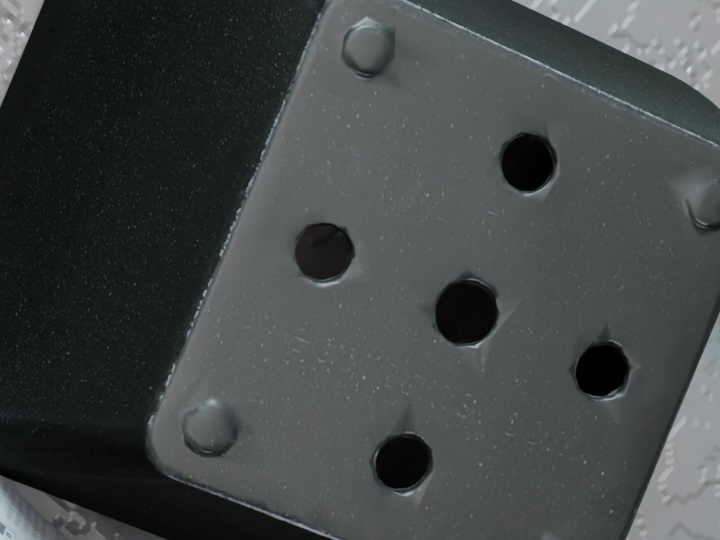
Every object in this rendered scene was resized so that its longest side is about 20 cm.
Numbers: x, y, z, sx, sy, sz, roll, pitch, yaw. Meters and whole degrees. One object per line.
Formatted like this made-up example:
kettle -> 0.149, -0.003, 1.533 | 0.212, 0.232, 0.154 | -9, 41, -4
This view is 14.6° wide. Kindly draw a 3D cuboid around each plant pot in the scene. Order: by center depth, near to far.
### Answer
plant pot -> 0.000, 0.000, 0.800 | 0.200, 0.177, 0.200 | 23, 89, -18

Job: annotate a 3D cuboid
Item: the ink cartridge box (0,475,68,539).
ink cartridge box -> -0.128, 0.167, 0.809 | 0.200, 0.041, 0.200 | -40, 108, 17
